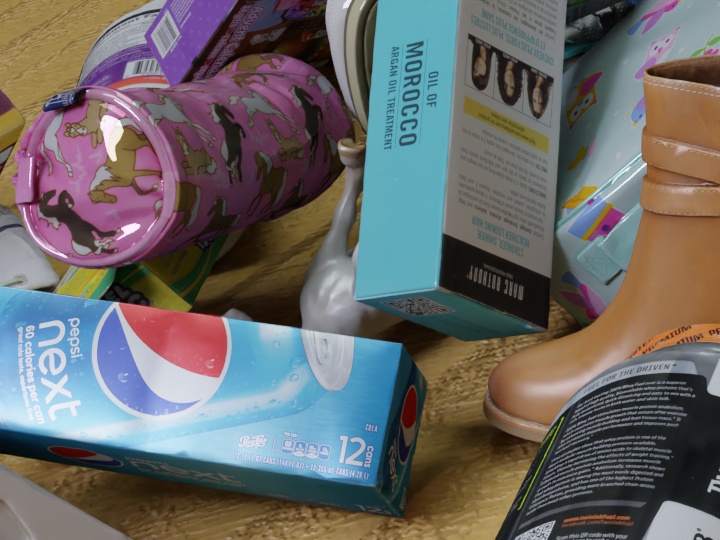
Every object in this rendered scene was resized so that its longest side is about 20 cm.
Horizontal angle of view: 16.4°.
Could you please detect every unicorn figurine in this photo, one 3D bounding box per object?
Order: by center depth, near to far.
[{"bbox_3d":[0.000,0.000,1.184,0.200,0.138,0.074,-10,35,-40],"label":"unicorn figurine"}]

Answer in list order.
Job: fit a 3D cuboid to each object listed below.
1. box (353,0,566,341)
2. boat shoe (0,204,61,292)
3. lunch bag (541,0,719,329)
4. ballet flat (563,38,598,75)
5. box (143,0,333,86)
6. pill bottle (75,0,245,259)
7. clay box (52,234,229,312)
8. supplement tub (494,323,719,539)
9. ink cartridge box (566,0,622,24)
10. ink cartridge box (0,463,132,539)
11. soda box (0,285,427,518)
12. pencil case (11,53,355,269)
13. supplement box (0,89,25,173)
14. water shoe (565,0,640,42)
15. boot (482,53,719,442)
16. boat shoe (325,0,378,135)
[{"bbox_3d":[0.047,-0.075,1.120,0.049,0.201,0.082,-8,-20,40],"label":"box"},{"bbox_3d":[-0.242,0.043,1.285,0.200,0.074,0.067,-41,70,-14],"label":"boat shoe"},{"bbox_3d":[0.150,-0.064,1.172,0.200,0.077,0.161,-44,20,20],"label":"lunch bag"},{"bbox_3d":[0.099,-0.095,1.346,0.067,0.071,0.200,-11,12,-2],"label":"ballet flat"},{"bbox_3d":[-0.004,-0.165,1.208,0.137,0.039,0.200,-14,-22,-36],"label":"box"},{"bbox_3d":[-0.109,-0.085,1.419,0.111,0.112,0.200,-14,24,7],"label":"pill bottle"},{"bbox_3d":[-0.116,0.011,1.225,0.115,0.048,0.200,-46,11,25],"label":"clay box"},{"bbox_3d":[0.106,0.108,0.860,0.122,0.123,0.200,-5,28,24],"label":"supplement tub"},{"bbox_3d":[0.127,-0.161,1.243,0.199,0.042,0.119,-20,-7,2],"label":"ink cartridge box"},{"bbox_3d":[-0.209,0.096,1.044,0.200,0.144,0.084,17,77,52],"label":"ink cartridge box"},{"bbox_3d":[-0.077,0.055,1.069,0.199,0.068,0.064,7,75,13],"label":"soda box"},{"bbox_3d":[-0.078,-0.053,1.147,0.083,0.087,0.200,-42,-10,25],"label":"pencil case"},{"bbox_3d":[-0.277,-0.039,1.324,0.131,0.103,0.200,-37,-9,-36],"label":"supplement box"},{"bbox_3d":[0.166,-0.180,1.481,0.200,0.079,0.071,-27,26,-20],"label":"water shoe"},{"bbox_3d":[0.134,-0.012,1.055,0.199,0.155,0.074,-12,25,11],"label":"boot"},{"bbox_3d":[0.022,-0.092,1.250,0.075,0.200,0.068,-44,55,-7],"label":"boat shoe"}]
